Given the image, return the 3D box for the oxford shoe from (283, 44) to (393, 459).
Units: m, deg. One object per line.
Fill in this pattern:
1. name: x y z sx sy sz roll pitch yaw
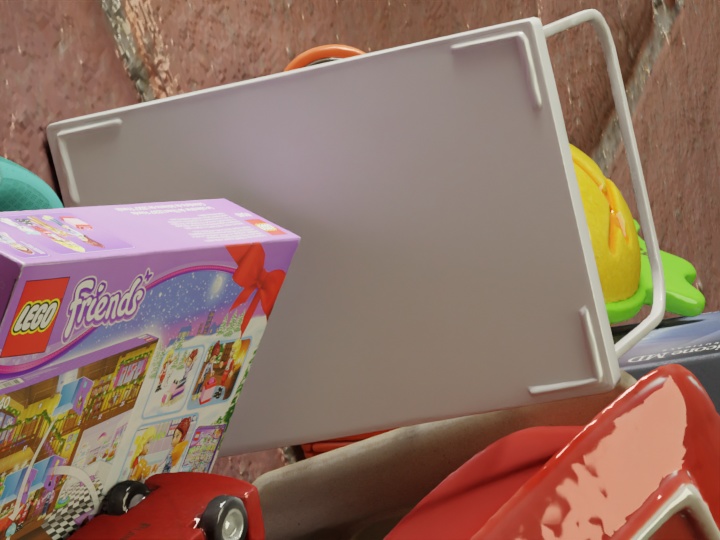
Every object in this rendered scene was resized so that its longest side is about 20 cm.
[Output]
1. oxford shoe: 0.000 0.000 1.261 0.073 0.071 0.201 -70 158 -84

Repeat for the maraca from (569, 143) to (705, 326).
1. maraca: 0.081 -0.014 1.360 0.200 0.107 0.137 3 33 -46

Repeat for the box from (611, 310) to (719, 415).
1. box: 0.146 0.090 1.381 0.198 0.199 0.124 -19 98 -66

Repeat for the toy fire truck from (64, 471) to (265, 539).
1. toy fire truck: -0.092 0.167 0.947 0.200 0.049 0.141 -36 125 -52

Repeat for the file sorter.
1. file sorter: 0.005 -0.016 1.124 0.124 0.199 0.139 -29 107 -69

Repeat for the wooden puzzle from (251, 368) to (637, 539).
1. wooden puzzle: 0.076 0.093 1.214 0.200 0.185 0.046 34 43 -51

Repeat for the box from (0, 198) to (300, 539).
1. box: -0.100 0.047 0.978 0.200 0.039 0.137 -6 120 -66

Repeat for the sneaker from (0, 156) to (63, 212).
1. sneaker: -0.149 -0.021 0.930 0.200 0.079 0.078 18 65 -64

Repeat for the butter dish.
1. butter dish: 0.061 0.149 1.102 0.200 0.148 0.200 -43 124 -21
